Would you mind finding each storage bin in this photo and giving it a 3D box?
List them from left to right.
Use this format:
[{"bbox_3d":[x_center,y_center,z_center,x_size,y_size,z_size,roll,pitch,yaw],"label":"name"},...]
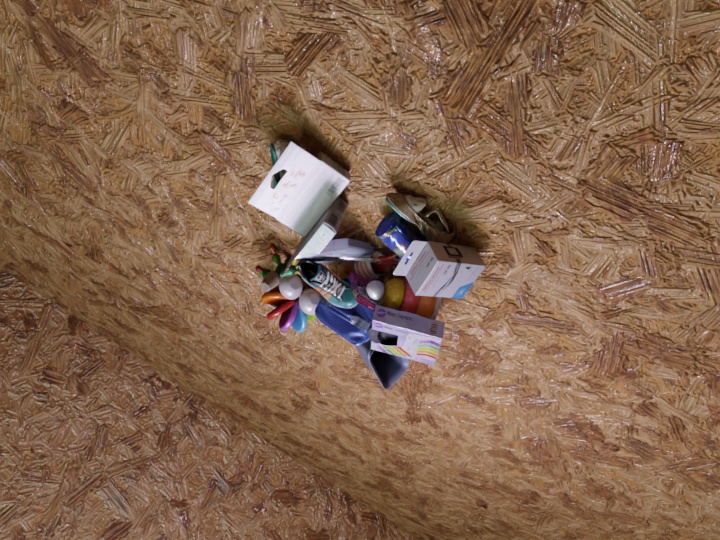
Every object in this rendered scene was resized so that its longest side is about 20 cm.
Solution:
[{"bbox_3d":[0.062,0.256,1.900,0.133,0.145,0.203,33,159,43],"label":"storage bin"}]

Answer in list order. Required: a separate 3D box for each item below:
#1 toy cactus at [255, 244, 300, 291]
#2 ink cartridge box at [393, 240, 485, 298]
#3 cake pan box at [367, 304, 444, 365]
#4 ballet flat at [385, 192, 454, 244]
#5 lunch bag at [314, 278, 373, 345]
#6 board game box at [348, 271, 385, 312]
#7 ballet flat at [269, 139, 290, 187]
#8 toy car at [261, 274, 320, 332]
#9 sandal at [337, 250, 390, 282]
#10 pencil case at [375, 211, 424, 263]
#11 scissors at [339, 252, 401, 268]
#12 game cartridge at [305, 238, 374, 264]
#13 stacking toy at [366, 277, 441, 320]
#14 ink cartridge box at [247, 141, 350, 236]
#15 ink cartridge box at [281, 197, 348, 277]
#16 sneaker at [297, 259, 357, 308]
[{"bbox_3d":[-0.242,-0.002,1.732,0.194,0.166,0.105,0,120,26],"label":"toy cactus"},{"bbox_3d":[0.187,0.000,1.395,0.195,0.068,0.117,4,132,-34],"label":"ink cartridge box"},{"bbox_3d":[0.117,0.172,1.544,0.193,0.054,0.186,15,148,7],"label":"cake pan box"},{"bbox_3d":[0.147,-0.133,1.383,0.198,0.071,0.065,37,119,-20],"label":"ballet flat"},{"bbox_3d":[-0.033,0.109,1.661,0.196,0.139,0.132,30,-172,15],"label":"lunch bag"},{"bbox_3d":[0.056,0.088,1.597,0.197,0.121,0.033,33,105,-27],"label":"board game box"},{"bbox_3d":[-0.185,-0.233,1.444,0.077,0.062,0.203,58,156,34],"label":"ballet flat"},{"bbox_3d":[-0.231,0.118,1.881,0.198,0.153,0.174,38,144,-18],"label":"toy car"},{"bbox_3d":[0.005,0.006,1.653,0.079,0.060,0.203,43,143,-25],"label":"sandal"},{"bbox_3d":[0.129,-0.059,1.464,0.198,0.079,0.086,39,158,-19],"label":"pencil case"},{"bbox_3d":[0.044,-0.023,1.562,0.192,0.014,0.074,-6,145,4],"label":"scissors"},{"bbox_3d":[-0.074,-0.051,1.595,0.196,0.043,0.131,-9,172,41],"label":"game cartridge"},{"bbox_3d":[0.106,0.064,1.547,0.194,0.151,0.146,17,149,-16],"label":"stacking toy"},{"bbox_3d":[-0.147,-0.199,1.400,0.173,0.045,0.200,30,121,-26],"label":"ink cartridge box"},{"bbox_3d":[-0.114,-0.076,1.472,0.047,0.162,0.201,34,120,-11],"label":"ink cartridge box"},{"bbox_3d":[-0.093,0.035,1.582,0.196,0.073,0.080,30,172,18],"label":"sneaker"}]
